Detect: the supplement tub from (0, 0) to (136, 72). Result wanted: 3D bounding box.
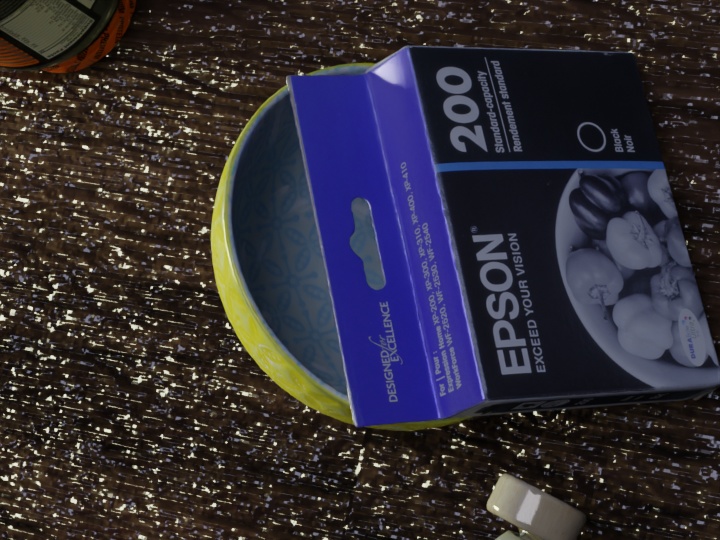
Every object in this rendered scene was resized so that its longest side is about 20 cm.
[{"bbox_3d":[-0.221,-0.194,1.203,0.122,0.200,0.123,-5,75,21],"label":"supplement tub"}]

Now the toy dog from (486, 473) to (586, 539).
[{"bbox_3d":[0.134,0.186,1.029,0.132,0.096,0.200,-45,79,4],"label":"toy dog"}]

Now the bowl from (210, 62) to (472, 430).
[{"bbox_3d":[0.000,0.000,1.097,0.108,0.200,0.200,141,125,-58],"label":"bowl"}]

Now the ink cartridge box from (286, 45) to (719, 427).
[{"bbox_3d":[0.075,-0.022,1.050,0.043,0.200,0.198,135,127,-58],"label":"ink cartridge box"}]
